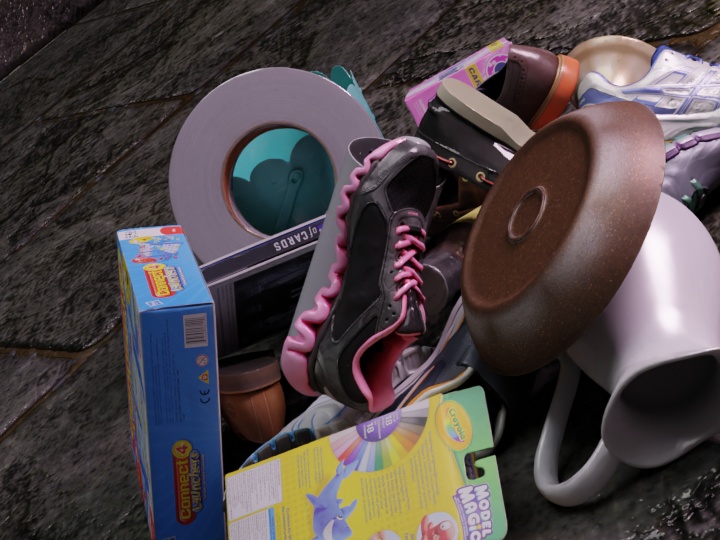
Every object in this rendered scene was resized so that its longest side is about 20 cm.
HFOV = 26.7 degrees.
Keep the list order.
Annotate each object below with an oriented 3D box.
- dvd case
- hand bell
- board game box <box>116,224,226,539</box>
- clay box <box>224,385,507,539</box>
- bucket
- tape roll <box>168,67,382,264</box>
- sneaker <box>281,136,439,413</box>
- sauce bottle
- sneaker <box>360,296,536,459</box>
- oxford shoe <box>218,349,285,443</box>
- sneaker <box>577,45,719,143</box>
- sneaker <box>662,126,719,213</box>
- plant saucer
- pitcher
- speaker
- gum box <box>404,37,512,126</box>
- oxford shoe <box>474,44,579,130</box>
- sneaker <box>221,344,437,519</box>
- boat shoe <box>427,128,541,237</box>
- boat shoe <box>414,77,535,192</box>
[{"bbox_3d":[-0.040,0.002,1.277,0.199,0.025,0.151,-22,-23,-12],"label":"dvd case"},{"bbox_3d":[0.205,-0.094,1.289,0.104,0.104,0.201,-15,41,35],"label":"hand bell"},{"bbox_3d":[-0.150,0.088,1.192,0.055,0.202,0.196,-5,19,-13],"label":"board game box"},{"bbox_3d":[0.007,0.160,0.992,0.199,0.048,0.116,-22,54,21],"label":"clay box"},{"bbox_3d":[-0.059,-0.093,1.521,0.206,0.135,0.208,-27,23,12],"label":"bucket"},{"bbox_3d":[-0.070,-0.079,1.372,0.199,0.201,0.066,-30,0,3],"label":"tape roll"},{"bbox_3d":[0.020,0.008,1.061,0.095,0.079,0.201,28,102,44],"label":"sneaker"},{"bbox_3d":[0.084,-0.010,1.186,0.066,0.066,0.200,-19,3,27],"label":"sauce bottle"},{"bbox_3d":[0.086,0.076,1.080,0.200,0.078,0.079,-50,22,-12],"label":"sneaker"},{"bbox_3d":[-0.098,0.106,1.269,0.071,0.072,0.200,-15,6,-6],"label":"oxford shoe"},{"bbox_3d":[0.272,-0.146,1.220,0.198,0.089,0.075,-15,-8,1],"label":"sneaker"},{"bbox_3d":[0.225,-0.034,1.166,0.199,0.075,0.088,-28,55,-5],"label":"sneaker"},{"bbox_3d":[0.121,-0.030,0.997,0.201,0.037,0.201,-49,24,31],"label":"plant saucer"},{"bbox_3d":[0.169,0.047,1.003,0.171,0.121,0.201,-40,31,22],"label":"pitcher"},{"bbox_3d":[0.000,0.000,1.186,0.081,0.081,0.201,-90,16,-63],"label":"speaker"},{"bbox_3d":[0.109,-0.172,1.500,0.113,0.066,0.200,-28,7,7],"label":"gum box"},{"bbox_3d":[0.119,-0.131,1.360,0.200,0.072,0.072,123,163,-45],"label":"oxford shoe"},{"bbox_3d":[-0.020,0.127,1.137,0.199,0.075,0.087,-33,12,-16],"label":"sneaker"},{"bbox_3d":[0.105,-0.075,1.311,0.200,0.070,0.071,-27,42,48],"label":"boat shoe"},{"bbox_3d":[0.129,-0.065,1.131,0.063,0.201,0.074,-61,-16,21],"label":"boat shoe"}]
